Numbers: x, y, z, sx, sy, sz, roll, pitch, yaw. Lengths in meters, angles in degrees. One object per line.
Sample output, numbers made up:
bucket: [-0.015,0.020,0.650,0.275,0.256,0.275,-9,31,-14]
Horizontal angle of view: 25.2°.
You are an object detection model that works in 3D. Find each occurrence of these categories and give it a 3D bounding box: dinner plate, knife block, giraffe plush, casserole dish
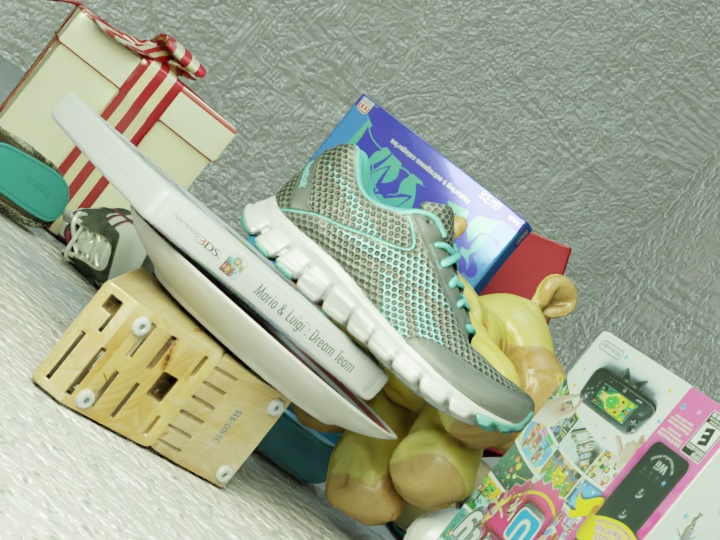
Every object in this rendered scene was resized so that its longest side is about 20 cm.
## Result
dinner plate: [-0.060,0.035,0.912,0.200,0.024,0.200,42,0,0]
knife block: [-0.129,0.036,0.904,0.176,0.064,0.200,39,1,42]
giraffe plush: [0.066,0.064,1.040,0.162,0.172,0.200,17,58,-45]
casserole dish: [-0.070,0.095,1.147,0.121,0.039,0.200,38,0,-20]

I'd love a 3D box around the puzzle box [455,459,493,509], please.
puzzle box: [0.123,0.217,1.118,0.133,0.025,0.200,40,-19,28]

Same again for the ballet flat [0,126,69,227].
ballet flat: [-0.291,-0.091,1.170,0.075,0.068,0.200,14,-18,30]

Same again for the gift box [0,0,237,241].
gift box: [-0.226,-0.130,1.365,0.200,0.187,0.185,39,0,-21]

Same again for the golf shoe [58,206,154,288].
golf shoe: [-0.182,-0.006,1.202,0.088,0.077,0.200,18,4,-14]

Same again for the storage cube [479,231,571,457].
storage cube: [0.042,0.043,1.322,0.171,0.180,0.200,21,-11,-13]

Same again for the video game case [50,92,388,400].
video game case: [-0.085,-0.018,0.936,0.182,0.024,0.200,42,0,-32]

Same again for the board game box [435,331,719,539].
board game box: [0.112,0.144,0.814,0.064,0.200,0.148,38,0,-23]

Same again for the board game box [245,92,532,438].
board game box: [0.000,0.000,1.137,0.152,0.200,0.045,38,2,12]

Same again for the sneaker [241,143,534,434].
sneaker: [0.029,0.007,0.895,0.200,0.091,0.078,42,1,7]

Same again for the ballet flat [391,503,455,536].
ballet flat: [0.059,0.176,1.267,0.069,0.063,0.200,17,-2,2]

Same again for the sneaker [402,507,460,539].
sneaker: [0.110,0.216,0.941,0.199,0.079,0.130,49,-7,2]
